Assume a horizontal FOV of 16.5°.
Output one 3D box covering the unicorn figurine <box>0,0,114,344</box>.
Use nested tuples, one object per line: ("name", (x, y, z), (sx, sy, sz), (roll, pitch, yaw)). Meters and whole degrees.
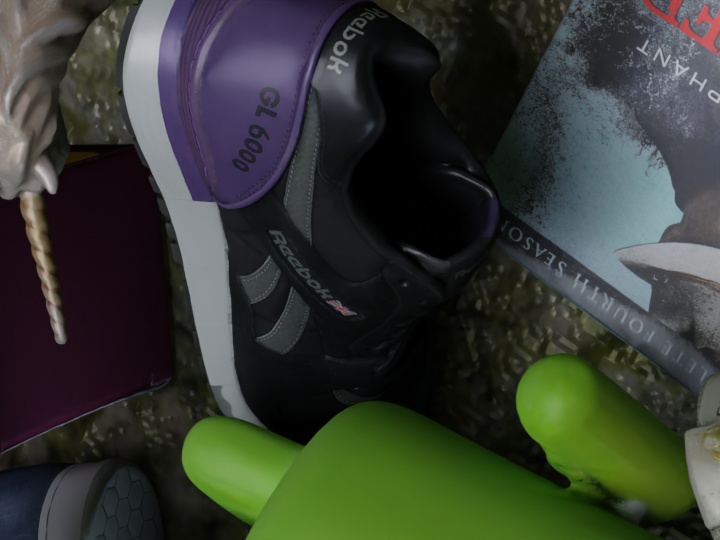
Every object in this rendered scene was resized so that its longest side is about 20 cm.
("unicorn figurine", (-0.068, -0.103, 0.722), (0.074, 0.138, 0.200), (28, 108, -19))

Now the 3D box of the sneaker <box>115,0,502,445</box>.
("sneaker", (0.000, 0.000, 0.701), (0.087, 0.076, 0.200), (19, 150, 30))

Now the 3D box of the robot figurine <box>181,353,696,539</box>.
("robot figurine", (0.032, 0.113, 0.693), (0.199, 0.116, 0.176), (27, 79, 15))

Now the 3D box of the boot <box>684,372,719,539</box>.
("boot", (0.150, 0.011, 0.620), (0.154, 0.072, 0.201), (-14, 93, 37))

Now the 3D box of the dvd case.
("dvd case", (0.127, -0.056, 0.689), (0.146, 0.022, 0.201), (38, 119, 20))

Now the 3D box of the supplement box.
("supplement box", (-0.176, 0.006, 0.843), (0.199, 0.110, 0.086), (1, 102, 32))

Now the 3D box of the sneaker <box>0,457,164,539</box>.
("sneaker", (-0.139, 0.167, 0.870), (0.145, 0.077, 0.204), (-2, 91, 21))
